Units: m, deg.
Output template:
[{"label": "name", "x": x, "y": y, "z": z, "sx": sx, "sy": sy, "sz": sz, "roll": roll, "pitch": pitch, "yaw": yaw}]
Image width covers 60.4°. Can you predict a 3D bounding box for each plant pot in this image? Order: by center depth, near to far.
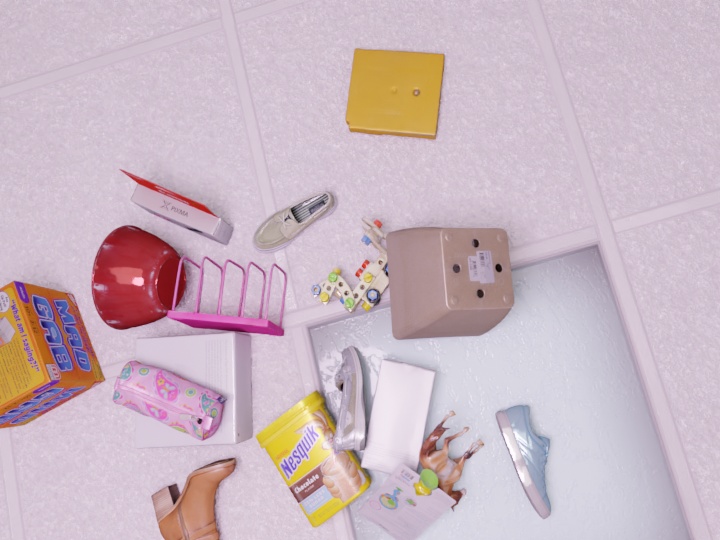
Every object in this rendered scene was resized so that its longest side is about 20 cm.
[{"label": "plant pot", "x": 0.170, "y": 0.012, "z": 1.119, "sx": 0.194, "sy": 0.177, "sz": 0.206, "roll": -1, "pitch": 80, "yaw": -18}]

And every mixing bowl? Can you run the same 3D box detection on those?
[{"label": "mixing bowl", "x": -0.407, "y": 0.019, "z": 1.191, "sx": 0.105, "sy": 0.200, "sz": 0.207, "roll": 6, "pitch": 81, "yaw": 18}]

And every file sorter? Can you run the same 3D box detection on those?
[{"label": "file sorter", "x": -0.252, "y": 0.049, "z": 1.212, "sx": 0.193, "sy": 0.139, "sz": 0.130, "roll": 5, "pitch": 78, "yaw": 6}]

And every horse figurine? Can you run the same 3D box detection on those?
[{"label": "horse figurine", "x": 0.158, "y": 0.340, "z": 1.124, "sx": 0.133, "sy": 0.201, "sz": 0.050, "roll": -46, "pitch": 40, "yaw": -5}]

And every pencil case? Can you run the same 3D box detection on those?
[{"label": "pencil case", "x": -0.337, "y": 0.230, "z": 1.095, "sx": 0.195, "sy": 0.087, "sz": 0.090, "roll": 21, "pitch": 83, "yaw": 10}]

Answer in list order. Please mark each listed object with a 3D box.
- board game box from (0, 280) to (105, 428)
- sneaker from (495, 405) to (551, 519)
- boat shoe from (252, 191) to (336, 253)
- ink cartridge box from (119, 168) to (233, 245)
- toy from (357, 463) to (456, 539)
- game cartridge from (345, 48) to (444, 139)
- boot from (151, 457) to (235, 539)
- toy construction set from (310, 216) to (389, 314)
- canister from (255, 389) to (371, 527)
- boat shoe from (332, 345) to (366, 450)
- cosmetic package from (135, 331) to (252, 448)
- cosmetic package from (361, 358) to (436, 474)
[{"label": "board game box", "x": -0.662, "y": 0.169, "z": 1.202, "sx": 0.196, "sy": 0.200, "sz": 0.204, "roll": -27, "pitch": 79, "yaw": 1}, {"label": "sneaker", "x": 0.320, "y": 0.347, "z": 1.137, "sx": 0.080, "sy": 0.074, "sz": 0.205, "roll": -22, "pitch": 80, "yaw": 5}, {"label": "boat shoe", "x": -0.140, "y": -0.106, "z": 1.261, "sx": 0.197, "sy": 0.062, "sz": 0.073, "roll": -34, "pitch": 79, "yaw": 1}, {"label": "ink cartridge box", "x": -0.368, "y": -0.122, "z": 1.230, "sx": 0.195, "sy": 0.174, "sz": 0.045, "roll": 23, "pitch": 83, "yaw": 9}, {"label": "toy", "x": 0.084, "y": 0.414, "z": 1.118, "sx": 0.114, "sy": 0.202, "sz": 0.047, "roll": 33, "pitch": 43, "yaw": 3}, {"label": "game cartridge", "x": 0.072, "y": -0.372, "z": 1.300, "sx": 0.194, "sy": 0.032, "sz": 0.182, "roll": 7, "pitch": 82, "yaw": 9}, {"label": "boot", "x": -0.298, "y": 0.463, "z": 1.179, "sx": 0.196, "sy": 0.077, "sz": 0.158, "roll": -29, "pitch": 78, "yaw": 3}, {"label": "toy construction set", "x": 0.000, "y": 0.000, "z": 1.222, "sx": 0.130, "sy": 0.092, "sz": 0.202, "roll": 36, "pitch": 97, "yaw": 11}, {"label": "canister", "x": -0.087, "y": 0.355, "z": 1.169, "sx": 0.147, "sy": 0.086, "sz": 0.202, "roll": -36, "pitch": 81, "yaw": 5}, {"label": "boat shoe", "x": -0.025, "y": 0.236, "z": 1.160, "sx": 0.063, "sy": 0.075, "sz": 0.207, "roll": -2, "pitch": 56, "yaw": -3}, {"label": "cosmetic package", "x": -0.317, "y": 0.230, "z": 1.196, "sx": 0.193, "sy": 0.123, "sz": 0.206, "roll": -3, "pitch": 81, "yaw": 7}, {"label": "cosmetic package", "x": 0.073, "y": 0.278, "z": 1.171, "sx": 0.109, "sy": 0.081, "sz": 0.206, "roll": 13, "pitch": 81, "yaw": 7}]
